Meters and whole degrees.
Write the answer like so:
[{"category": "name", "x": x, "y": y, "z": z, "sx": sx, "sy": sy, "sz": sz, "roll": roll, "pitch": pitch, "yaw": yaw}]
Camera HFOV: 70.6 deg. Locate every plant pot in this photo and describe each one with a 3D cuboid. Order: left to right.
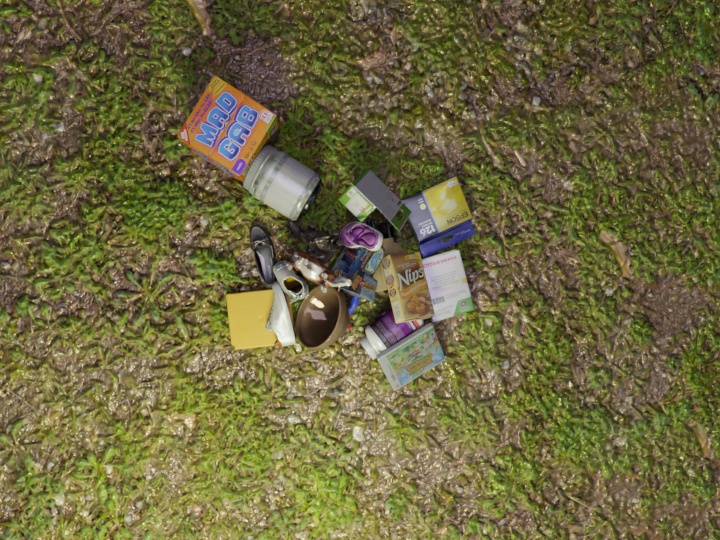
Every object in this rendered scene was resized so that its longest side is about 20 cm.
[{"category": "plant pot", "x": -0.101, "y": 0.151, "z": 1.558, "sx": 0.092, "sy": 0.200, "sz": 0.202, "roll": 26, "pitch": 88, "yaw": -43}]

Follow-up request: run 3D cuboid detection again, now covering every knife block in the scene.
[{"category": "knife block", "x": 0.055, "y": -0.059, "z": 1.581, "sx": 0.175, "sy": 0.064, "sz": 0.201, "roll": 37, "pitch": 65, "yaw": -16}]

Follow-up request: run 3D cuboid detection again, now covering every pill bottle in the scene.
[{"category": "pill bottle", "x": 0.094, "y": 0.186, "z": 1.594, "sx": 0.199, "sy": 0.112, "sz": 0.113, "roll": -38, "pitch": 95, "yaw": -5}]

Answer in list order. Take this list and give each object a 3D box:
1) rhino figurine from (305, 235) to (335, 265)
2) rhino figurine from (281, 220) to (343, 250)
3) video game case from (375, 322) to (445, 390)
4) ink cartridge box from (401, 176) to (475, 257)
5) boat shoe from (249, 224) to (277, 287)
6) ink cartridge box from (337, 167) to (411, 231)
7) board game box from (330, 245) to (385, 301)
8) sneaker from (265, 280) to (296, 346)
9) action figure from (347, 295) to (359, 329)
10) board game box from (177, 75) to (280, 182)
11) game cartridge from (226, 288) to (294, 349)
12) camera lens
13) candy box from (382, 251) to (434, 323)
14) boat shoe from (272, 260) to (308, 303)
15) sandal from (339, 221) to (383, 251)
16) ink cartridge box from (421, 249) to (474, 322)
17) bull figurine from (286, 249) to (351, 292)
[{"category": "rhino figurine", "x": -0.125, "y": -0.048, "z": 1.530, "sx": 0.087, "sy": 0.200, "sz": 0.060, "roll": 14, "pitch": 53, "yaw": -15}, {"category": "rhino figurine", "x": -0.152, "y": -0.107, "z": 1.576, "sx": 0.198, "sy": 0.088, "sz": 0.060, "roll": 20, "pitch": 61, "yaw": -6}, {"category": "video game case", "x": 0.162, "y": 0.275, "z": 1.598, "sx": 0.199, "sy": 0.022, "sz": 0.183, "roll": -31, "pitch": 131, "yaw": -6}, {"category": "ink cartridge box", "x": 0.256, "y": -0.172, "z": 1.641, "sx": 0.196, "sy": 0.047, "sz": 0.201, "roll": -24, "pitch": 92, "yaw": -6}, {"category": "boat shoe", "x": -0.296, "y": -0.046, "z": 1.570, "sx": 0.066, "sy": 0.057, "sz": 0.202, "roll": -15, "pitch": 93, "yaw": -5}, {"category": "ink cartridge box", "x": 0.048, "y": -0.200, "z": 1.559, "sx": 0.200, "sy": 0.148, "sz": 0.076, "roll": 44, "pitch": 126, "yaw": -7}, {"category": "board game box", "x": 0.000, "y": 0.000, "z": 1.524, "sx": 0.061, "sy": 0.200, "sz": 0.201, "roll": 29, "pitch": 96, "yaw": -37}, {"category": "sneaker", "x": -0.255, "y": 0.135, "z": 1.541, "sx": 0.084, "sy": 0.073, "sz": 0.202, "roll": -12, "pitch": 93, "yaw": -7}, {"category": "action figure", "x": 0.011, "y": 0.091, "z": 1.602, "sx": 0.098, "sy": 0.065, "sz": 0.202, "roll": 14, "pitch": 90, "yaw": 11}, {"category": "board game box", "x": -0.373, "y": -0.397, "z": 1.482, "sx": 0.199, "sy": 0.200, "sz": 0.201, "roll": 31, "pitch": 88, "yaw": -6}, {"category": "game cartridge", "x": -0.310, "y": 0.149, "z": 1.589, "sx": 0.198, "sy": 0.032, "sz": 0.178, "roll": -5, "pitch": 92, "yaw": -4}, {"category": "camera lens", "x": -0.228, "y": -0.258, "z": 1.523, "sx": 0.199, "sy": 0.160, "sz": 0.161, "roll": 31, "pitch": 88, "yaw": -6}, {"category": "candy box", "x": 0.143, "y": 0.050, "z": 1.527, "sx": 0.115, "sy": 0.055, "sz": 0.202, "roll": -6, "pitch": 77, "yaw": -30}, {"category": "boat shoe", "x": -0.191, "y": 0.053, "z": 1.499, "sx": 0.074, "sy": 0.202, "sz": 0.086, "roll": -28, "pitch": 60, "yaw": -5}, {"category": "sandal", "x": -0.007, "y": -0.108, "z": 1.504, "sx": 0.050, "sy": 0.202, "sz": 0.083, "roll": 19, "pitch": 86, "yaw": -38}, {"category": "ink cartridge box", "x": 0.263, "y": 0.046, "z": 1.625, "sx": 0.144, "sy": 0.084, "sz": 0.202, "roll": -16, "pitch": 93, "yaw": -6}, {"category": "bull figurine", "x": -0.121, "y": 0.007, "z": 1.448, "sx": 0.199, "sy": 0.121, "sz": 0.065, "roll": 29, "pitch": 97, "yaw": -1}]
